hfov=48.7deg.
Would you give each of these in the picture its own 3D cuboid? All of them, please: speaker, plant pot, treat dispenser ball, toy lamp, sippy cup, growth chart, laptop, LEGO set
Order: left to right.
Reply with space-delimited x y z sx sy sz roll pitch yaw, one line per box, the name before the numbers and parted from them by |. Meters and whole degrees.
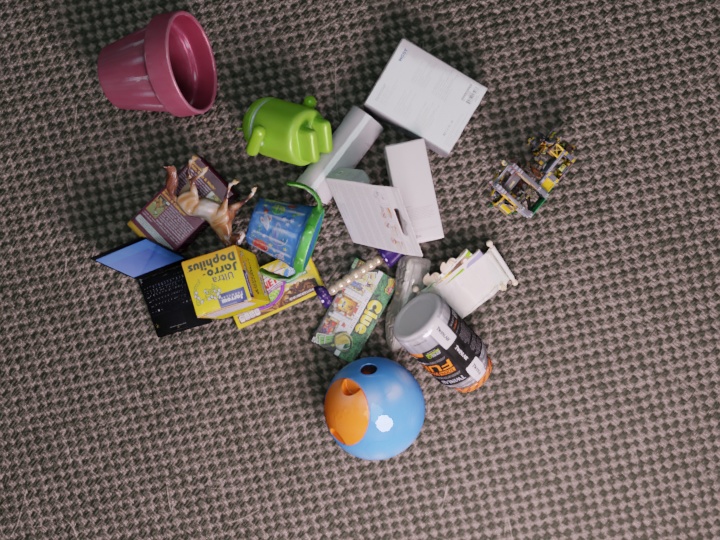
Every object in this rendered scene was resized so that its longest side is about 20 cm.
laptop | -0.414 0.038 1.585 0.177 0.103 0.200 -16 93 37
plant pot | -0.407 -0.397 1.574 0.179 0.200 0.200 -6 92 17
sippy cup | -0.153 -0.079 1.575 0.130 0.140 0.178 20 69 0
speaker | -0.041 -0.234 1.615 0.081 0.081 0.200 37 93 0
toy lamp | 0.000 0.000 1.614 0.200 0.058 0.058 -32 91 0
treat dispenser ball | 0.028 0.272 1.571 0.201 0.201 0.201 0 92 2
growth chart | 0.212 0.027 1.611 0.200 0.018 0.145 -33 117 -3
LEGO set | 0.318 -0.203 1.571 0.116 0.154 0.200 38 100 -17

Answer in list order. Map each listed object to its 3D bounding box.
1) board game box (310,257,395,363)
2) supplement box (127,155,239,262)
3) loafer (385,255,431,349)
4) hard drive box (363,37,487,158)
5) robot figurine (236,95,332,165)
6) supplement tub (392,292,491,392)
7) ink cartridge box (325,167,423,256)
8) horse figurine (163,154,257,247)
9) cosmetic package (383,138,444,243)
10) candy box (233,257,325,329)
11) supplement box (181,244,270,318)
board game box | -0.011 0.084 1.655 0.105 0.023 0.200 28 93 -2
supplement box | -0.359 -0.125 1.624 0.200 0.086 0.110 -44 92 3
loafer | 0.099 0.067 1.627 0.070 0.070 0.200 7 105 -24
hard drive box | 0.130 -0.347 1.608 0.200 0.077 0.156 31 92 0
robot figurine | -0.150 -0.277 1.578 0.200 0.175 0.116 22 137 32
supplement tub | 0.167 0.147 1.575 0.123 0.123 0.200 -44 118 3
ink cartridge box | 0.037 -0.115 1.540 0.047 0.200 0.160 -42 126 -29
horse figurine | -0.298 -0.137 1.548 0.200 0.050 0.133 27 110 -10
cosmetic package | 0.105 -0.155 1.601 0.085 0.108 0.200 -11 93 2
candy box | -0.183 0.036 1.655 0.200 0.026 0.102 -25 87 2
supplement box | -0.257 0.026 1.546 0.109 0.200 0.110 -18 85 2
